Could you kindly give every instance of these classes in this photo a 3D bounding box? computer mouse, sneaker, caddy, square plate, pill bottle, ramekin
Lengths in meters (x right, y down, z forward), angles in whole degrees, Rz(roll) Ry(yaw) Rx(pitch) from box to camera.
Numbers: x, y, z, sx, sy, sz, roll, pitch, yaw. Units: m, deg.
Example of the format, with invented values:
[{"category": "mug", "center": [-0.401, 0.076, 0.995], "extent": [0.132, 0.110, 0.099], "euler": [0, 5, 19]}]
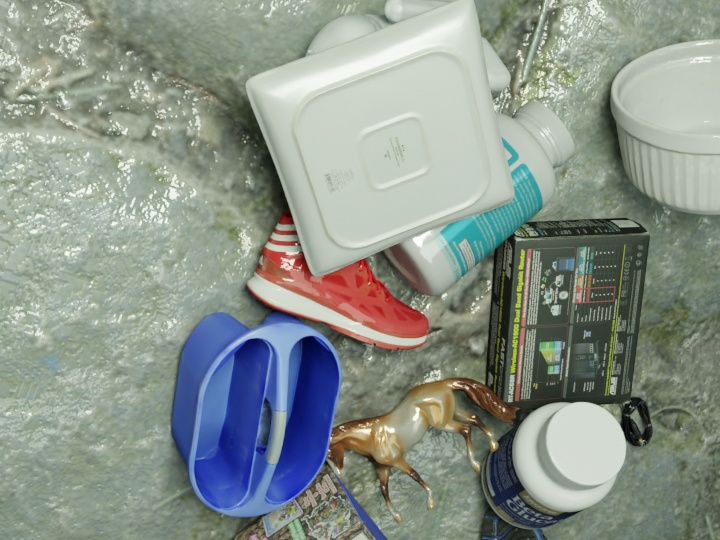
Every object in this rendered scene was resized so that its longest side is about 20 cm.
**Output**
[{"category": "computer mouse", "center": [0.300, 0.148, 1.292], "extent": [0.059, 0.034, 0.200], "euler": [-47, 124, -6]}, {"category": "sneaker", "center": [0.000, 0.000, 1.048], "extent": [0.199, 0.078, 0.116], "euler": [17, 101, -34]}, {"category": "caddy", "center": [-0.095, 0.131, 1.021], "extent": [0.141, 0.105, 0.201], "euler": [-1, 113, -30]}, {"category": "square plate", "center": [0.026, -0.102, 0.922], "extent": [0.197, 0.028, 0.201], "euler": [-21, 124, -5]}, {"category": "pill bottle", "center": [0.110, -0.076, 1.057], "extent": [0.200, 0.111, 0.111], "euler": [-39, 122, -10]}, {"category": "pill bottle", "center": [0.202, 0.202, 1.152], "extent": [0.110, 0.200, 0.112], "euler": [3, 68, -8]}, {"category": "ramekin", "center": [0.357, -0.143, 1.121], "extent": [0.199, 0.200, 0.105], "euler": [-25, 127, -18]}, {"category": "sneaker", "center": [0.201, 0.343, 1.297], "extent": [0.075, 0.079, 0.201], "euler": [-18, 109, 23]}]

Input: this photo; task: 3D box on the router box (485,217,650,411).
[{"category": "router box", "center": [0.217, 0.047, 1.172], "extent": [0.149, 0.062, 0.201], "euler": [-3, 110, -13]}]

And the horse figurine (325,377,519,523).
[{"category": "horse figurine", "center": [0.064, 0.173, 1.154], "extent": [0.200, 0.050, 0.133], "euler": [-36, 100, -1]}]

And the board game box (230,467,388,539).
[{"category": "board game box", "center": [-0.058, 0.330, 1.114], "extent": [0.200, 0.097, 0.160], "euler": [-36, 122, -3]}]

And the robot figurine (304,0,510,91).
[{"category": "robot figurine", "center": [0.032, -0.168, 0.979], "extent": [0.199, 0.113, 0.170], "euler": [-4, 135, -28]}]
